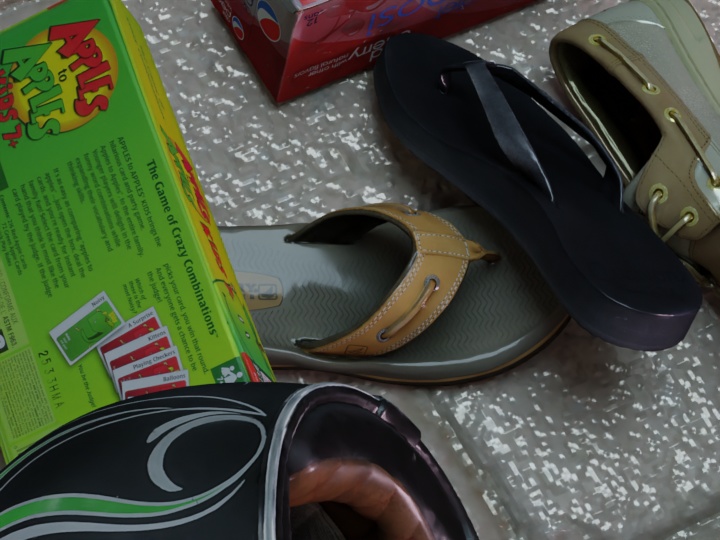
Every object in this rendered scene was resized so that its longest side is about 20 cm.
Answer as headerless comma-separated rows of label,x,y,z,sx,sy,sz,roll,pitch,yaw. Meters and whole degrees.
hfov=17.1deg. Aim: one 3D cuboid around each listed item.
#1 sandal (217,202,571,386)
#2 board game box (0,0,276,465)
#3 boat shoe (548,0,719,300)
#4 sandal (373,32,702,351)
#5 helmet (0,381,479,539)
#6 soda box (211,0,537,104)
sandal,0.000,0.000,0.978,0.198,0.055,0.082,2,60,-10
board game box,-0.107,-0.003,0.941,0.101,0.048,0.201,-25,65,5
boat shoe,0.140,-0.032,1.021,0.066,0.074,0.201,-14,54,-15
sandal,0.078,-0.044,0.995,0.076,0.043,0.200,-5,40,-38
helmet,-0.063,0.141,0.806,0.200,0.190,0.201,43,33,-38
soda box,0.036,-0.148,1.062,0.199,0.070,0.064,-23,66,-23
